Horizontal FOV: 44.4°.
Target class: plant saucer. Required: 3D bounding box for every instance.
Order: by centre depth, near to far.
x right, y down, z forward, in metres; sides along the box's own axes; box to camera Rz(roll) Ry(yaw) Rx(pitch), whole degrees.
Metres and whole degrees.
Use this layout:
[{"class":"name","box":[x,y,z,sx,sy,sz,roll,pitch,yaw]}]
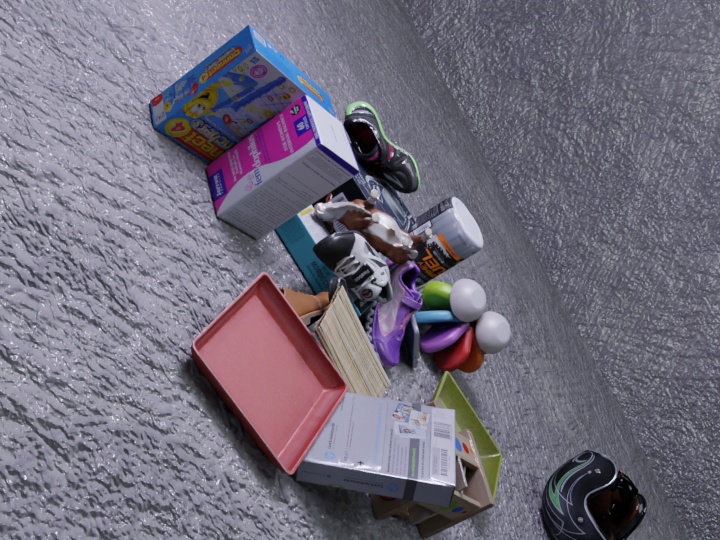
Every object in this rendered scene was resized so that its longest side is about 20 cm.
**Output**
[{"class":"plant saucer","box":[-0.117,0.129,1.114,0.200,0.037,0.200,56,31,-11]},{"class":"plant saucer","box":[0.174,0.305,1.573,0.200,0.048,0.200,57,20,-5]}]

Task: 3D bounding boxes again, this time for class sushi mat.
[{"class":"sushi mat","box":[-0.009,0.125,1.262,0.201,0.012,0.096,65,35,-32]}]

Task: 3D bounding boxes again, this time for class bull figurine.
[{"class":"bull figurine","box":[0.022,-0.076,1.469,0.199,0.121,0.065,29,70,-20]}]

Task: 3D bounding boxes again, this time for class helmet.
[{"class":"helmet","box":[0.467,0.485,1.802,0.200,0.191,0.200,40,-12,10]}]

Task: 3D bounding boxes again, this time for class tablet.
[{"class":"tablet","box":[0.078,0.068,1.640,0.130,0.014,0.201,88,-12,-54]}]

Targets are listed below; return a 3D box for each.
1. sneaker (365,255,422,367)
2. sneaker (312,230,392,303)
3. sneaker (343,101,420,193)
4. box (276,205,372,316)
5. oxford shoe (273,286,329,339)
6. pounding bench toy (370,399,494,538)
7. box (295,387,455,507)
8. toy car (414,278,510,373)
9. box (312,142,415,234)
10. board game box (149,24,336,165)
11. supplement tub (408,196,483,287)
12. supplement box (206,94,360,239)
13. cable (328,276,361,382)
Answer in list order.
[{"class":"sneaker","box":[0.064,0.068,1.530,0.080,0.088,0.201,33,56,-58]},{"class":"sneaker","box":[0.000,0.000,1.411,0.200,0.074,0.089,27,34,-55]},{"class":"sneaker","box":[0.031,-0.211,1.607,0.200,0.077,0.084,48,39,-17]},{"class":"box","box":[-0.060,-0.009,1.464,0.201,0.049,0.082,58,20,-2]},{"class":"oxford shoe","box":[-0.091,0.051,1.285,0.071,0.071,0.200,55,21,5]},{"class":"pounding bench toy","box":[0.083,0.264,1.306,0.156,0.124,0.201,37,29,-45]},{"class":"box","box":[0.024,0.227,1.157,0.199,0.041,0.156,10,29,-1]},{"class":"toy car","box":[0.179,0.118,1.737,0.200,0.175,0.150,51,58,-21]},{"class":"box","box":[-0.014,-0.122,1.633,0.201,0.124,0.197,57,18,-4]},{"class":"board game box","box":[-0.172,-0.238,1.313,0.200,0.195,0.056,32,33,-49]},{"class":"supplement tub","box":[0.133,-0.047,1.755,0.123,0.200,0.123,46,23,-27]},{"class":"supplement box","box":[-0.118,-0.149,1.311,0.103,0.200,0.102,30,34,-50]},{"class":"cable","box":[-0.014,0.106,1.296,0.097,0.050,0.201,-19,113,-64]}]
